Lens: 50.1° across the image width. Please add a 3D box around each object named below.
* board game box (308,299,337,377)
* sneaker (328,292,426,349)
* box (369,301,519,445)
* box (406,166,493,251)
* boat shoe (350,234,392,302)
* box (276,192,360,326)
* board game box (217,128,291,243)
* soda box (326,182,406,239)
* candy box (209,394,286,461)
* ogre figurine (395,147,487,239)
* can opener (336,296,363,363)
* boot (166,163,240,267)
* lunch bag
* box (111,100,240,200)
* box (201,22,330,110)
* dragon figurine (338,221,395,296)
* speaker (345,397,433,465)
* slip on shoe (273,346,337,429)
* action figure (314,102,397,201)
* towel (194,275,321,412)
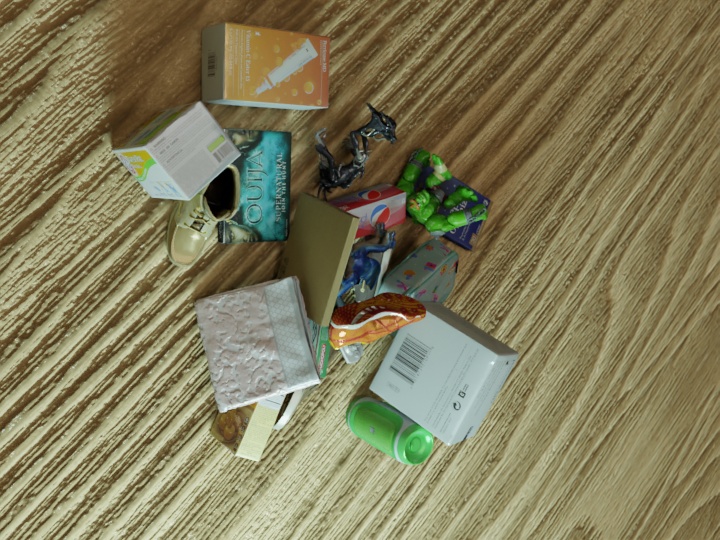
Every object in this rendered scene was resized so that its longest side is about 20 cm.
[{"bbox_3d":[-0.096,0.083,1.415,0.029,0.135,0.200,6,94,-38],"label":"board game box"},{"bbox_3d":[0.027,0.090,1.391,0.200,0.073,0.077,-9,133,-26],"label":"sneaker"},{"bbox_3d":[0.159,0.192,1.477,0.131,0.200,0.199,5,113,-61],"label":"box"},{"bbox_3d":[0.190,-0.132,1.639,0.200,0.032,0.121,26,84,-34],"label":"box"},{"bbox_3d":[0.015,0.027,1.528,0.059,0.072,0.200,15,105,5],"label":"boat shoe"},{"bbox_3d":[-0.082,-0.022,1.363,0.021,0.163,0.200,7,105,-42],"label":"box"},{"bbox_3d":[-0.189,-0.150,1.377,0.135,0.028,0.200,-5,101,-35],"label":"board game box"},{"bbox_3d":[-0.008,-0.106,1.479,0.200,0.063,0.070,-21,126,-30],"label":"soda box"},{"bbox_3d":[-0.190,0.226,1.387,0.055,0.115,0.200,25,84,-36],"label":"candy box"},{"bbox_3d":[0.148,-0.144,1.539,0.120,0.098,0.200,-42,88,-3],"label":"ogre figurine"},{"bbox_3d":[-0.053,0.092,1.495,0.053,0.066,0.200,-36,109,-42],"label":"can opener"},{"bbox_3d":[-0.255,-0.088,1.254,0.073,0.155,0.200,22,94,-24],"label":"boot"},{"bbox_3d":[0.118,0.041,1.550,0.200,0.077,0.160,-39,148,-31],"label":"lunch bag"},{"bbox_3d":[-0.290,-0.183,1.196,0.112,0.200,0.101,-45,116,-18],"label":"box"},{"bbox_3d":[-0.162,-0.345,1.320,0.200,0.097,0.125,-4,100,-34],"label":"box"},{"bbox_3d":[0.000,0.000,1.443,0.099,0.059,0.200,17,92,-29],"label":"dragon figurine"},{"bbox_3d":[0.054,0.313,1.517,0.088,0.200,0.089,-7,103,-33],"label":"speaker"},{"bbox_3d":[-0.108,0.215,1.470,0.061,0.076,0.200,33,72,-28],"label":"slip on shoe"},{"bbox_3d":[-0.025,-0.220,1.435,0.200,0.102,0.119,-43,161,22],"label":"action figure"},{"bbox_3d":[-0.178,0.124,1.328,0.191,0.032,0.200,-16,78,5],"label":"towel"}]
